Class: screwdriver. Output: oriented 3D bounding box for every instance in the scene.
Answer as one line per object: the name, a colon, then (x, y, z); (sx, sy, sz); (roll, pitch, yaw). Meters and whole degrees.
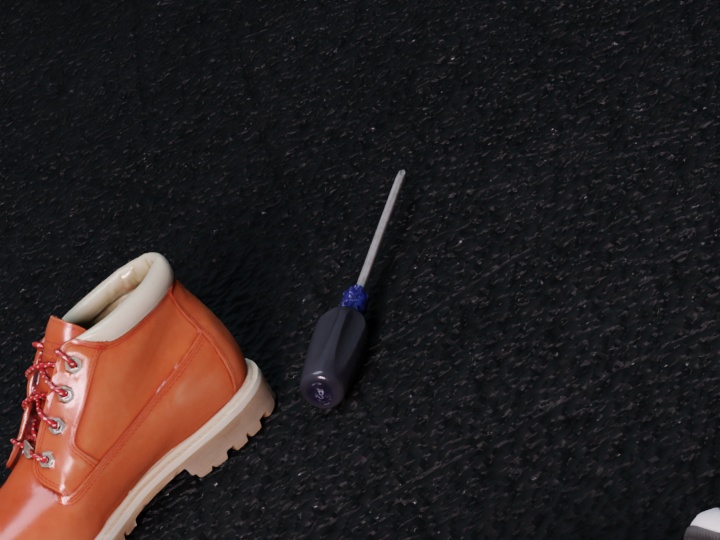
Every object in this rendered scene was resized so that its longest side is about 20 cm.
screwdriver: (0.000, 0.000, 1.492); (0.028, 0.029, 0.200); (-17, 33, 25)

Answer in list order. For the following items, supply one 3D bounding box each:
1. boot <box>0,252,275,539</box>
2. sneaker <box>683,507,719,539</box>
boot: (-0.142, 0.080, 1.416); (0.200, 0.107, 0.075); (-43, 30, -23)
sneaker: (0.210, 0.090, 1.054); (0.115, 0.075, 0.200); (-37, 25, -20)
